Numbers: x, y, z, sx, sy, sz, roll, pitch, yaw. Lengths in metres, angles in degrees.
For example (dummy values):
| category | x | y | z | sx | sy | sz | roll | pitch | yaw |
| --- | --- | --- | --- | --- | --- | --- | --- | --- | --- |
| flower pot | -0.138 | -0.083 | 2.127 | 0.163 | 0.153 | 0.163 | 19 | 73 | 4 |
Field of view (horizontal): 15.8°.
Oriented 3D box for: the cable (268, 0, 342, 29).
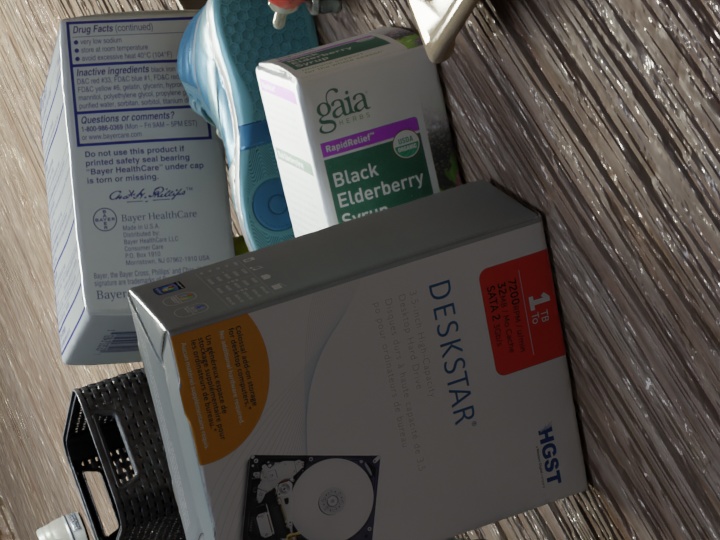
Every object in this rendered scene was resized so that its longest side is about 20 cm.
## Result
| category | x | y | z | sx | sy | sz | roll | pitch | yaw |
| --- | --- | --- | --- | --- | --- | --- | --- | --- | --- |
| cable | -0.041 | -0.213 | 1.435 | 0.200 | 0.050 | 0.097 | 95 | 152 | -57 |

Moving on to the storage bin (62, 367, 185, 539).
| category | x | y | z | sx | sy | sz | roll | pitch | yaw |
| --- | --- | --- | --- | --- | --- | --- | --- | --- | --- |
| storage bin | -0.203 | 0.179 | 2.360 | 0.200 | 0.093 | 0.136 | 115 | 136 | -69 |

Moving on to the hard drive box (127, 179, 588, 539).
| category | x | y | z | sx | sy | sz | roll | pitch | yaw |
| --- | --- | --- | --- | --- | --- | --- | --- | --- | --- |
| hard drive box | 0.000 | 0.060 | 1.305 | 0.077 | 0.199 | 0.157 | -144 | 38 | -64 |

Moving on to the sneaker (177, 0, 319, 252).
| category | x | y | z | sx | sy | sz | roll | pitch | yaw |
| --- | --- | --- | --- | --- | --- | --- | --- | --- | --- |
| sneaker | -0.060 | -0.083 | 1.600 | 0.131 | 0.079 | 0.201 | 168 | 94 | -73 |

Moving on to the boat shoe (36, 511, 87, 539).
| category | x | y | z | sx | sy | sz | roll | pitch | yaw |
| --- | --- | --- | --- | --- | --- | --- | --- | --- | --- |
| boat shoe | -0.375 | 0.388 | 3.204 | 0.203 | 0.086 | 0.075 | 89 | 158 | -45 |

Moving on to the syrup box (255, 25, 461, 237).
| category | x | y | z | sx | sy | sz | roll | pitch | yaw |
| --- | --- | --- | --- | --- | --- | --- | --- | --- | --- |
| syrup box | 0.011 | -0.025 | 1.405 | 0.081 | 0.078 | 0.201 | -148 | 43 | -68 |

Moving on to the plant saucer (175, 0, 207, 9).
| category | x | y | z | sx | sy | sz | roll | pitch | yaw |
| --- | --- | --- | --- | --- | --- | --- | --- | --- | --- |
| plant saucer | -0.110 | -0.245 | 1.689 | 0.200 | 0.029 | 0.201 | 163 | 90 | -74 |

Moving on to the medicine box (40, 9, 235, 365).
| category | x | y | z | sx | sy | sz | roll | pitch | yaw |
| --- | --- | --- | --- | --- | --- | --- | --- | --- | --- |
| medicine box | -0.152 | -0.052 | 1.733 | 0.182 | 0.102 | 0.201 | 133 | 132 | -73 |

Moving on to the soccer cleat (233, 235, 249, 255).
| category | x | y | z | sx | sy | sz | roll | pitch | yaw |
| --- | --- | --- | --- | --- | --- | --- | --- | --- | --- |
| soccer cleat | -0.091 | 0.003 | 1.811 | 0.084 | 0.064 | 0.200 | 59 | 164 | 10 |

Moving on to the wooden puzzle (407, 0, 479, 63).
| category | x | y | z | sx | sy | sz | roll | pitch | yaw |
| --- | --- | --- | --- | --- | --- | --- | --- | --- | --- |
| wooden puzzle | 0.033 | -0.212 | 1.200 | 0.200 | 0.046 | 0.186 | 116 | 136 | -75 |

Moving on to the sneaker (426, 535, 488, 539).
| category | x | y | z | sx | sy | sz | roll | pitch | yaw |
| --- | --- | --- | --- | --- | --- | --- | --- | --- | --- |
| sneaker | 0.099 | 0.206 | 1.357 | 0.200 | 0.091 | 0.078 | 58 | -147 | -45 |
